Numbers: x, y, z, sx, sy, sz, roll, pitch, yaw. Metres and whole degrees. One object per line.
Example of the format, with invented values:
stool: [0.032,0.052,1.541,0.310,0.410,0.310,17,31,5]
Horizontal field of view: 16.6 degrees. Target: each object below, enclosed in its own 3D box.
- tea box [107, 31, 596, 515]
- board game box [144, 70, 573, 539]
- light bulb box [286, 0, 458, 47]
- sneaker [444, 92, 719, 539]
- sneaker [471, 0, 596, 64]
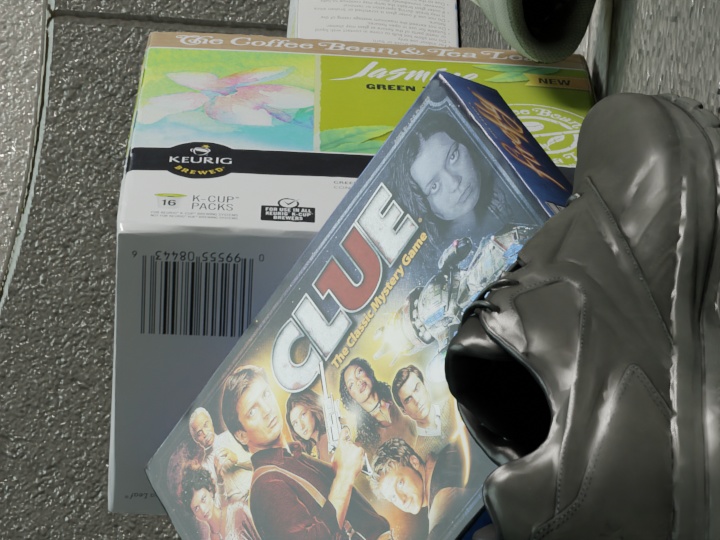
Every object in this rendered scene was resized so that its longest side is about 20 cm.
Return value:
tea box: [0.000,0.000,1.037,0.197,0.198,0.135,-93,7,-63]
board game box: [0.013,0.049,0.879,0.200,0.034,0.136,-53,49,22]
light bulb box: [0.003,-0.127,1.859,0.199,0.124,0.201,98,174,-46]
sneaker: [0.070,0.013,0.738,0.201,0.090,0.076,-88,2,-51]
sneaker: [0.084,-0.171,0.992,0.201,0.073,0.080,97,155,-45]
